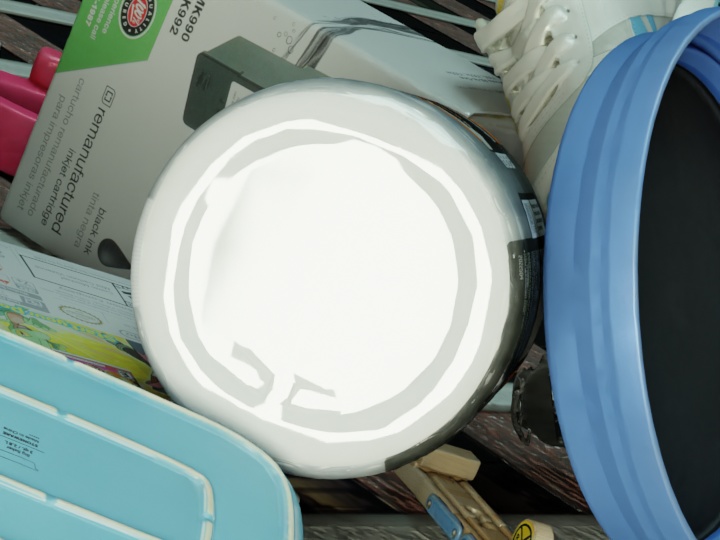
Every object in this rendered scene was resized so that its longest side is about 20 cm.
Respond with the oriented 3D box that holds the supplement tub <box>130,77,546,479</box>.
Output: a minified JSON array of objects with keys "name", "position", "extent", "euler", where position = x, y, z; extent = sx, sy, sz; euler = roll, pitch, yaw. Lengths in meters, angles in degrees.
[{"name":"supplement tub","position":[0.000,0.000,0.952],"extent":[0.122,0.123,0.200],"euler":[24,4,5]}]

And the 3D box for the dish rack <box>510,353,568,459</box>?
[{"name":"dish rack","position":[0.159,0.069,1.139],"extent":[0.200,0.055,0.153],"euler":[2,-19,6]}]

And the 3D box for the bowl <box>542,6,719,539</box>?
[{"name":"bowl","position":[0.120,0.011,0.989],"extent":[0.039,0.201,0.201],"euler":[-3,-2,31]}]

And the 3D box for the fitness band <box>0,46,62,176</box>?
[{"name":"fitness band","position":[-0.116,-0.057,1.367],"extent":[0.200,0.037,0.144],"euler":[21,15,-6]}]

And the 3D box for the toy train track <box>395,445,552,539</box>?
[{"name":"toy train track","position":[0.061,0.098,1.006],"extent":[0.115,0.033,0.200],"euler":[18,13,-26]}]

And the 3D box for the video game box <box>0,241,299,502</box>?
[{"name":"video game box","position":[-0.138,0.029,0.942],"extent":[0.200,0.047,0.182],"euler":[18,12,-24]}]

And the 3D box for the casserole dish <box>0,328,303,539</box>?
[{"name":"casserole dish","position":[-0.092,0.064,0.803],"extent":[0.200,0.039,0.121],"euler":[23,31,-15]}]

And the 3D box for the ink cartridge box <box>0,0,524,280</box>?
[{"name":"ink cartridge box","position":[-0.032,-0.040,1.180],"extent":[0.200,0.146,0.084],"euler":[31,16,32]}]

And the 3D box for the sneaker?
[{"name":"sneaker","position":[0.080,-0.074,1.089],"extent":[0.081,0.077,0.200],"euler":[33,28,-7]}]
